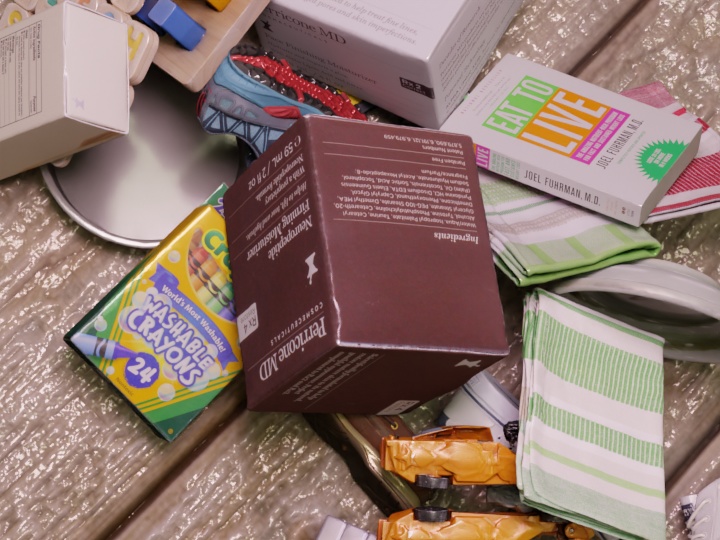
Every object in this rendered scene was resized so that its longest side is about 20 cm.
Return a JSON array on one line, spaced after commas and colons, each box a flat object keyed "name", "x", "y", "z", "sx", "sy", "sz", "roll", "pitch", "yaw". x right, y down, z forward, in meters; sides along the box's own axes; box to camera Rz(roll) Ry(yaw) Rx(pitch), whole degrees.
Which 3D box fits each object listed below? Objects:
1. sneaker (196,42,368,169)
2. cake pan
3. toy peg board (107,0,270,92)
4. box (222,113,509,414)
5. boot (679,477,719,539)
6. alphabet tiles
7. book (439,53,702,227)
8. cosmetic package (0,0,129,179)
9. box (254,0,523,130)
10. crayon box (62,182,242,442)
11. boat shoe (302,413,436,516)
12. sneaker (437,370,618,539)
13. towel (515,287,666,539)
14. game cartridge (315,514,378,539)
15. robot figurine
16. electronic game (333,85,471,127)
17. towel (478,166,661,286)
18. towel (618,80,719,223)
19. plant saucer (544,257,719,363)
[{"name": "sneaker", "x": -0.061, "y": -0.122, "z": 1.389, "sx": 0.200, "sy": 0.096, "sz": 0.079, "roll": 30, "pitch": 28, "yaw": -32}, {"name": "cake pan", "x": -0.193, "y": -0.113, "z": 1.424, "sx": 0.200, "sy": 0.037, "sz": 0.201, "roll": 3, "pitch": 75, "yaw": -11}, {"name": "toy peg board", "x": -0.164, "y": -0.295, "z": 1.368, "sx": 0.200, "sy": 0.098, "sz": 0.199, "roll": 37, "pitch": 89, "yaw": 39}, {"name": "box", "x": 0.000, "y": 0.000, "z": 1.300, "sx": 0.164, "sy": 0.166, "sz": 0.200, "roll": 5, "pitch": 65, "yaw": -30}, {"name": "boot", "x": 0.313, "y": 0.251, "z": 1.424, "sx": 0.200, "sy": 0.074, "sz": 0.096, "roll": -31, "pitch": 78, "yaw": -25}, {"name": "alphabet tiles", "x": -0.253, "y": -0.199, "z": 1.368, "sx": 0.200, "sy": 0.015, "sz": 0.196, "roll": 37, "pitch": 104, "yaw": 38}, {"name": "book", "x": 0.188, "y": -0.116, "z": 1.414, "sx": 0.200, "sy": 0.048, "sz": 0.134, "roll": 23, "pitch": 45, "yaw": 23}, {"name": "cosmetic package", "x": -0.289, "y": -0.145, "z": 1.330, "sx": 0.071, "sy": 0.200, "sz": 0.105, "roll": 14, "pitch": 70, "yaw": -49}, {"name": "box", "x": 0.031, "y": -0.265, "z": 1.428, "sx": 0.199, "sy": 0.131, "sz": 0.200, "roll": 26, "pitch": 71, "yaw": 19}, {"name": "crayon box", "x": -0.143, "y": 0.034, "z": 1.368, "sx": 0.200, "sy": 0.052, "sz": 0.126, "roll": -46, "pitch": 103, "yaw": -14}, {"name": "boat shoe", "x": -0.001, "y": 0.127, "z": 1.388, "sx": 0.068, "sy": 0.072, "sz": 0.200, "roll": -39, "pitch": 92, "yaw": -23}, {"name": "sneaker", "x": 0.153, "y": 0.179, "z": 1.413, "sx": 0.200, "sy": 0.073, "sz": 0.071, "roll": 45, "pitch": 100, "yaw": -1}, {"name": "towel", "x": 0.199, "y": 0.123, "z": 1.330, "sx": 0.152, "sy": 0.023, "sz": 0.200, "roll": 21, "pitch": 55, "yaw": -22}, {"name": "game cartridge", "x": -0.015, "y": 0.322, "z": 1.334, "sx": 0.129, "sy": 0.038, "sz": 0.200, "roll": 21, "pitch": 71, "yaw": 17}, {"name": "robot figurine", "x": 0.115, "y": 0.192, "z": 1.336, "sx": 0.199, "sy": 0.058, "sz": 0.145, "roll": 3, "pitch": 88, "yaw": -10}, {"name": "electronic game", "x": 0.040, "y": -0.099, "z": 1.466, "sx": 0.199, "sy": 0.042, "sz": 0.200, "roll": 3, "pitch": 75, "yaw": -11}, {"name": "towel", "x": 0.154, "y": -0.062, "z": 1.390, "sx": 0.149, "sy": 0.031, "sz": 0.200, "roll": -14, "pitch": 39, "yaw": -23}, {"name": "towel", "x": 0.269, "y": -0.114, "z": 1.457, "sx": 0.144, "sy": 0.023, "sz": 0.200, "roll": -13, "pitch": 38, "yaw": -20}, {"name": "plant saucer", "x": 0.264, "y": 0.029, "z": 1.394, "sx": 0.200, "sy": 0.200, "sz": 0.050, "roll": 18, "pitch": 76, "yaw": -6}]
